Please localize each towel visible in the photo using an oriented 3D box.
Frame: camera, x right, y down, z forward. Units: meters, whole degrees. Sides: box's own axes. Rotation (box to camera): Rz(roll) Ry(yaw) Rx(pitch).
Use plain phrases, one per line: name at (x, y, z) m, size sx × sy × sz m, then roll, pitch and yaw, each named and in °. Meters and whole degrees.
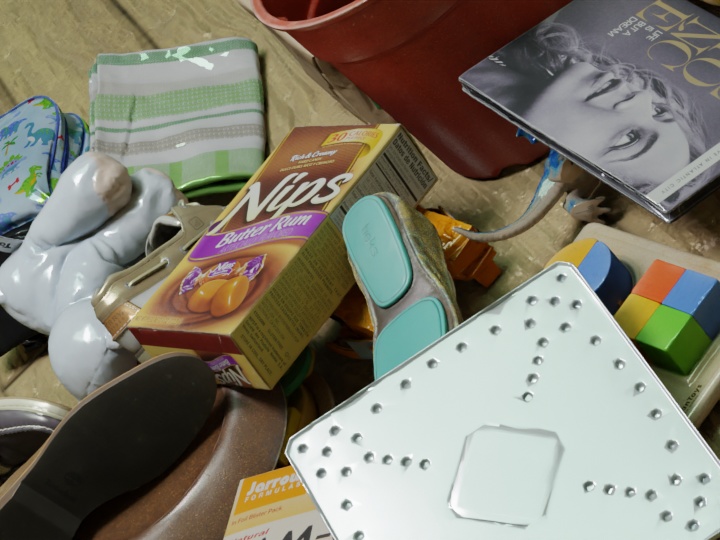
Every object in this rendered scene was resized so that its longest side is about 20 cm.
towel at (-0.153, -0.126, 1.760) m, size 0.149 × 0.031 × 0.200 m, roll -10°, pitch 38°, yaw 2°

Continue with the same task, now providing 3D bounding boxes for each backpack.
backpack at (-0.267, -0.050, 1.779) m, size 0.163 × 0.154 × 0.200 m, roll -32°, pitch 18°, yaw 30°

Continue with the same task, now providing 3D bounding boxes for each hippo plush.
hippo plush at (-0.187, 0.015, 1.561) m, size 0.161 × 0.200 × 0.159 m, roll 53°, pitch 129°, yaw 48°

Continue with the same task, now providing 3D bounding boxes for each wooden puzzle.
wooden puzzle at (0.136, 0.054, 1.266) m, size 0.185 × 0.046 × 0.200 m, roll -53°, pitch 32°, yaw -12°

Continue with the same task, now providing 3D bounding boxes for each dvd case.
dvd case at (0.180, -0.116, 1.345) m, size 0.149 × 0.016 × 0.200 m, roll -34°, pitch 46°, yaw -19°

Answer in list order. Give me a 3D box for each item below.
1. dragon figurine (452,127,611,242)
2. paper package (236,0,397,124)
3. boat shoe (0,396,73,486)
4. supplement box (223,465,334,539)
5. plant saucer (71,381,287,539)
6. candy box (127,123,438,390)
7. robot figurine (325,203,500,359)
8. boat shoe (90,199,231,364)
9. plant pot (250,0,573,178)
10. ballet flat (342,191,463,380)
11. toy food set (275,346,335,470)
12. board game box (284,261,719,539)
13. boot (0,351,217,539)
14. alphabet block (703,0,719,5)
dragon figurine at (0.144, -0.083, 1.399) m, size 0.200 × 0.059 × 0.099 m, roll -38°, pitch 30°, yaw 3°
paper package at (0.027, -0.229, 1.662) m, size 0.200 × 0.103 × 0.191 m, roll -45°, pitch 32°, yaw -1°
boat shoe at (-0.287, 0.142, 1.635) m, size 0.200 × 0.072 × 0.065 m, roll -12°, pitch 57°, yaw 38°
supplement box at (-0.028, 0.208, 1.252) m, size 0.126 × 0.074 × 0.200 m, roll -20°, pitch 40°, yaw 34°
plant saucer at (-0.136, 0.132, 1.411) m, size 0.200 × 0.034 × 0.200 m, roll -29°, pitch 35°, yaw 23°
candy box at (-0.052, -0.013, 1.423) m, size 0.117 × 0.056 × 0.200 m, roll 2°, pitch 45°, yaw 49°
robot figurine at (0.000, 0.000, 1.473) m, size 0.145 × 0.058 × 0.200 m, roll -52°, pitch 33°, yaw -13°
boat shoe at (-0.116, -0.017, 1.510) m, size 0.075 × 0.068 × 0.200 m, roll -45°, pitch 6°, yaw 46°
plant pot at (0.061, -0.179, 1.478) m, size 0.201 × 0.195 × 0.201 m, roll -29°, pitch 35°, yaw 23°
ballet flat at (0.040, 0.033, 1.326) m, size 0.071 × 0.071 × 0.200 m, roll -33°, pitch 45°, yaw 18°
toy food set at (-0.100, 0.136, 1.442) m, size 0.200 × 0.049 × 0.198 m, roll -22°, pitch 39°, yaw 34°
board game box at (0.084, 0.119, 1.184) m, size 0.200 × 0.026 × 0.200 m, roll -33°, pitch 53°, yaw 0°
boot at (-0.177, 0.115, 1.387) m, size 0.200 × 0.074 × 0.075 m, roll -41°, pitch 22°, yaw 10°
alphabet block at (0.230, -0.318, 1.405) m, size 0.195 × 0.196 × 0.200 m, roll -32°, pitch 30°, yaw -10°
